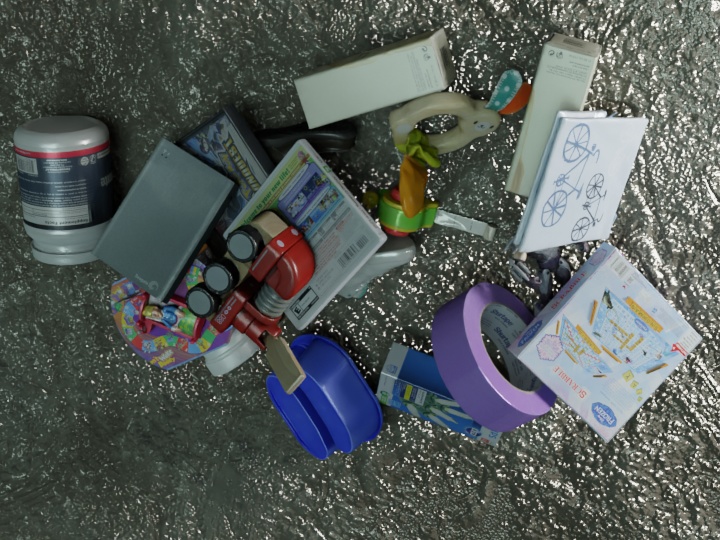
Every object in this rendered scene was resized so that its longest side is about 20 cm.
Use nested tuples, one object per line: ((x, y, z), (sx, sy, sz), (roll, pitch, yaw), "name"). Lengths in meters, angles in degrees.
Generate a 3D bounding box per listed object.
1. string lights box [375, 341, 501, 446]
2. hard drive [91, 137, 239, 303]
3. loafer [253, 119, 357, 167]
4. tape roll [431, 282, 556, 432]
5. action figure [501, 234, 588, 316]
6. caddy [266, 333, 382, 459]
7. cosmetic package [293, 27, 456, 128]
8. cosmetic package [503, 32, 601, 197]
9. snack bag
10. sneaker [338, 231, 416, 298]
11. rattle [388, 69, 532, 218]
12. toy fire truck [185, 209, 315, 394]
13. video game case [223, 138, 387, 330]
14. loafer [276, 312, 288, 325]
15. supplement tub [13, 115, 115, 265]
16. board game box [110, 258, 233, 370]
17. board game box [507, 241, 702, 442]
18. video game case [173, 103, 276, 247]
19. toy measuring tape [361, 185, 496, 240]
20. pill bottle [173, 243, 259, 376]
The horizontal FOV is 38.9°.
((0.127, 0.187, 1.534), (0.198, 0.059, 0.103), (20, 149, 8), "string lights box")
((-0.283, -0.073, 1.476), (0.139, 0.033, 0.201), (31, 89, 18), "hard drive")
((-0.090, -0.173, 1.474), (0.198, 0.073, 0.072), (-4, 113, 27), "loafer")
((0.190, 0.121, 1.430), (0.065, 0.200, 0.201), (-34, 99, 36), "tape roll")
((0.269, -0.003, 1.425), (0.129, 0.069, 0.201), (-29, 116, -13), "action figure")
((-0.050, 0.195, 1.586), (0.141, 0.105, 0.201), (-24, 102, 46), "caddy")
((0.022, -0.261, 1.385), (0.198, 0.104, 0.074), (-13, 106, 18), "cosmetic package")
((0.253, -0.201, 1.344), (0.070, 0.105, 0.202), (17, 113, 10), "cosmetic package")
((0.293, -0.120, 1.336), (0.021, 0.199, 0.190), (35, 122, 40), "snack bag")
((0.000, 0.000, 1.517), (0.198, 0.075, 0.089), (-8, 112, 29), "sneaker")
((0.142, -0.171, 1.360), (0.198, 0.144, 0.131), (-9, 139, 6), "rattle")
((-0.121, 0.048, 1.386), (0.200, 0.129, 0.176), (42, 119, 2), "toy fire truck")
((-0.081, -0.047, 1.412), (0.182, 0.022, 0.200), (50, 121, 11), "video game case")
((-0.104, 0.034, 1.499), (0.199, 0.068, 0.076), (-25, 85, 34), "loafer")
((-0.446, -0.124, 1.549), (0.139, 0.140, 0.202), (6, 113, 13), "supplement tub")
((-0.286, 0.070, 1.508), (0.199, 0.039, 0.159), (-23, 104, 23), "board game box")
((0.339, 0.101, 1.409), (0.200, 0.041, 0.200), (43, 92, -18), "board game box")
((-0.186, -0.124, 1.500), (0.180, 0.025, 0.201), (-21, 106, 48), "video game case")
((0.094, -0.073, 1.457), (0.198, 0.074, 0.074), (18, 115, 8), "toy measuring tape")
((-0.244, 0.055, 1.578), (0.116, 0.117, 0.201), (-27, 103, 23), "pill bottle")
